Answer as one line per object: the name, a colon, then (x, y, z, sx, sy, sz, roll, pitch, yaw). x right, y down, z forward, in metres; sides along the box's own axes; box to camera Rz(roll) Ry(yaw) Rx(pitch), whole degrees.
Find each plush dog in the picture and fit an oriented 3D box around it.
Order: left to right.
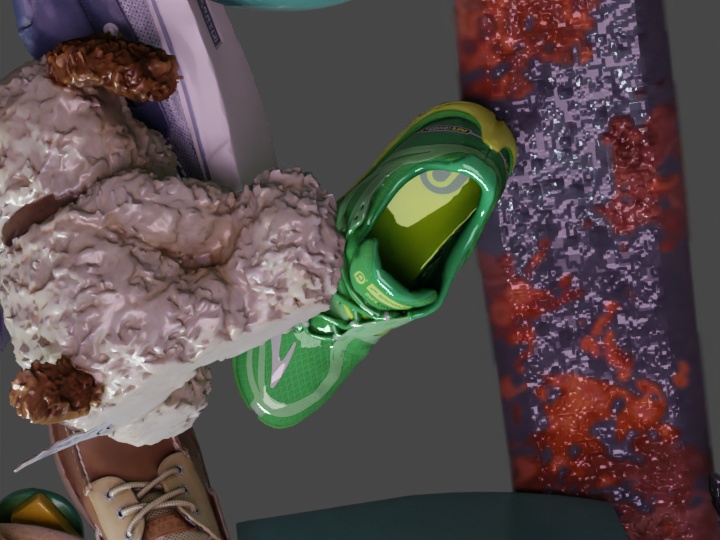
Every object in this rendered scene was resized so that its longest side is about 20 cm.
plush dog: (-0.130, -0.017, 1.206, 0.200, 0.160, 0.172, -41, 69, 44)

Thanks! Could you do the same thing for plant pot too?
plant pot: (0.050, 0.197, 1.317, 0.199, 0.141, 0.142, -13, 109, -1)

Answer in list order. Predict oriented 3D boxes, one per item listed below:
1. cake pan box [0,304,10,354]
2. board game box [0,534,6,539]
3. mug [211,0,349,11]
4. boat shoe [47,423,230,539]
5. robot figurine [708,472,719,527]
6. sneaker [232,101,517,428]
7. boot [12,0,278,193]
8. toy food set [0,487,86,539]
cake pan box: (-0.282, -0.035, 1.298, 0.183, 0.052, 0.201, -3, 110, 7)
board game box: (-0.207, 0.227, 1.340, 0.151, 0.046, 0.200, -41, 103, 16)
mug: (-0.038, -0.181, 1.161, 0.151, 0.114, 0.186, 28, 87, -17)
boat shoe: (-0.100, 0.131, 1.314, 0.075, 0.074, 0.201, -24, 93, -14)
robot figurine: (0.255, 0.141, 1.324, 0.144, 0.058, 0.201, -6, 110, 5)
sneaker: (0.000, 0.000, 1.275, 0.074, 0.084, 0.200, 35, 109, -10)
boot: (-0.108, -0.096, 1.261, 0.090, 0.073, 0.201, -15, 101, 16)
toy food set: (-0.180, 0.224, 1.388, 0.197, 0.049, 0.200, -34, 104, 14)
